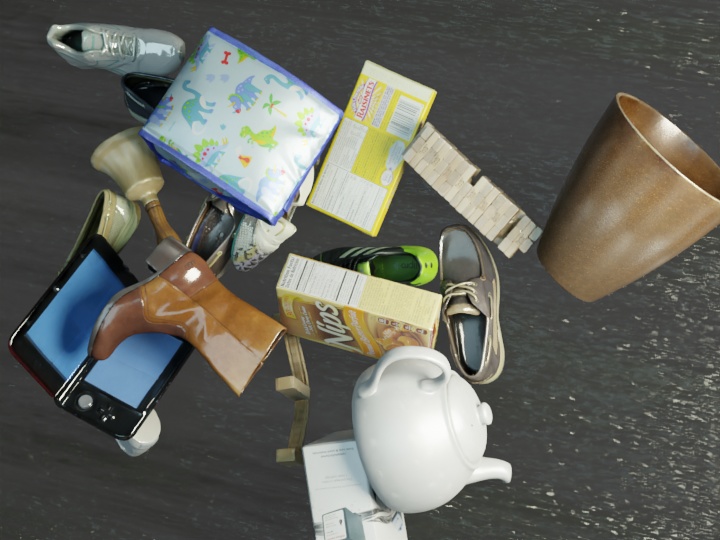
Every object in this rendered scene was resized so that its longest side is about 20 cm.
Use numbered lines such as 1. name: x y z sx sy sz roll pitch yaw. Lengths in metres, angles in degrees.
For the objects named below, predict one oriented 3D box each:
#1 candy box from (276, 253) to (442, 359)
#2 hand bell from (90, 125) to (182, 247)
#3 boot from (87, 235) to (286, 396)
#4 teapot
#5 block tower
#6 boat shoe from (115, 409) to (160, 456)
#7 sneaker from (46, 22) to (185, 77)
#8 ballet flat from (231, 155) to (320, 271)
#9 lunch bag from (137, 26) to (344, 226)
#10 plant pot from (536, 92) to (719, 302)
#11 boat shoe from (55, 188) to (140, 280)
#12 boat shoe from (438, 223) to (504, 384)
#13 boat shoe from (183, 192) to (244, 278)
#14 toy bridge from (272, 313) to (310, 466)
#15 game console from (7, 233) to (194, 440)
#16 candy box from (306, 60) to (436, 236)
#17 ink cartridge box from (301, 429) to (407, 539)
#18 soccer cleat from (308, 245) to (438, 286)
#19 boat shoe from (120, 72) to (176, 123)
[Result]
1. candy box: -0.002 0.054 1.461 0.197 0.116 0.056 14 59 9
2. hand bell: -0.270 -0.078 1.555 0.103 0.104 0.202 -31 75 15
3. boot: -0.221 0.088 1.485 0.199 0.069 0.189 40 77 5
4. teapot: 0.085 0.184 1.407 0.144 0.200 0.200 -18 85 20
5. block tower: 0.137 -0.097 1.453 0.200 0.058 0.054 43 100 7
6. boat shoe: -0.338 0.160 1.611 0.201 0.072 0.069 55 134 11
7. sneaker: -0.334 -0.299 1.601 0.197 0.080 0.072 6 90 16
8. ballet flat: -0.106 -0.083 1.529 0.071 0.072 0.203 26 96 15
9. lunch bag: -0.143 -0.173 1.468 0.198 0.128 0.171 30 82 14
10. plant pot: 0.302 -0.067 1.365 0.187 0.186 0.201 46 116 12
11. boat shoe: -0.375 -0.017 1.608 0.202 0.063 0.073 -55 47 8
12. boat shoe: 0.136 0.040 1.455 0.073 0.073 0.203 -14 86 16
13. boat shoe: -0.176 -0.078 1.560 0.071 0.059 0.202 32 99 15
14. toy bridge: -0.087 0.153 1.526 0.027 0.067 0.203 -10 68 17
15. game console: -0.322 0.085 1.528 0.171 0.119 0.201 25 60 15
16. candy box: 0.014 -0.156 1.518 0.101 0.026 0.202 26 97 16
17. ink cartridge box: -0.002 0.303 1.460 0.085 0.146 0.203 -11 87 15
18. soccer cleat: 0.000 0.000 1.492 0.197 0.081 0.069 -8 87 20
19. boat shoe: -0.230 -0.217 1.568 0.198 0.062 0.075 25 70 19
